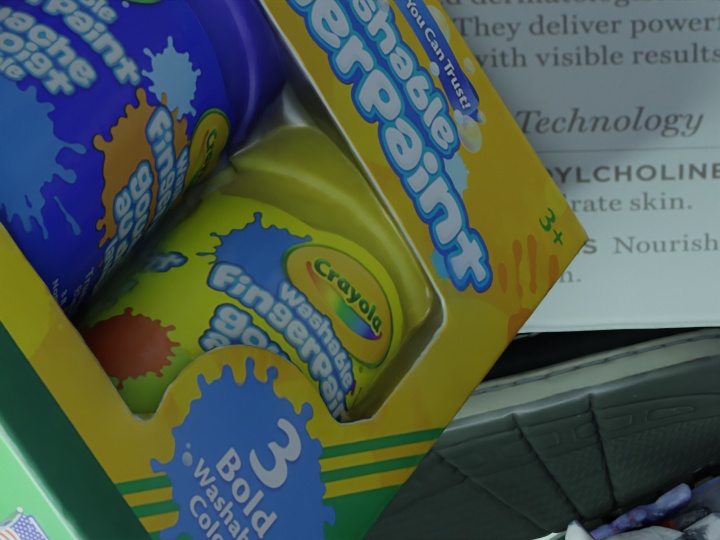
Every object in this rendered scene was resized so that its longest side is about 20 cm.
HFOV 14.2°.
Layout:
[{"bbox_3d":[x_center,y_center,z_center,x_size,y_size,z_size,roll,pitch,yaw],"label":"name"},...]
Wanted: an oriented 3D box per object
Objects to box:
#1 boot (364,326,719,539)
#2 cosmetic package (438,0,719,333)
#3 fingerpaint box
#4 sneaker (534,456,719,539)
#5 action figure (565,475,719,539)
[{"bbox_3d":[-0.001,0.000,0.775,0.203,0.074,0.154,-16,58,11],"label":"boot"},{"bbox_3d":[0.068,-0.113,0.687,0.166,0.168,0.201,-1,127,5],"label":"cosmetic package"},{"bbox_3d":[-0.062,-0.033,0.562,0.073,0.167,0.200,-19,111,41],"label":"fingerpaint box"},{"bbox_3d":[0.030,0.054,0.821,0.199,0.077,0.089,-17,64,-10],"label":"sneaker"},{"bbox_3d":[0.115,0.112,0.768,0.200,0.193,0.105,-34,48,13],"label":"action figure"}]
